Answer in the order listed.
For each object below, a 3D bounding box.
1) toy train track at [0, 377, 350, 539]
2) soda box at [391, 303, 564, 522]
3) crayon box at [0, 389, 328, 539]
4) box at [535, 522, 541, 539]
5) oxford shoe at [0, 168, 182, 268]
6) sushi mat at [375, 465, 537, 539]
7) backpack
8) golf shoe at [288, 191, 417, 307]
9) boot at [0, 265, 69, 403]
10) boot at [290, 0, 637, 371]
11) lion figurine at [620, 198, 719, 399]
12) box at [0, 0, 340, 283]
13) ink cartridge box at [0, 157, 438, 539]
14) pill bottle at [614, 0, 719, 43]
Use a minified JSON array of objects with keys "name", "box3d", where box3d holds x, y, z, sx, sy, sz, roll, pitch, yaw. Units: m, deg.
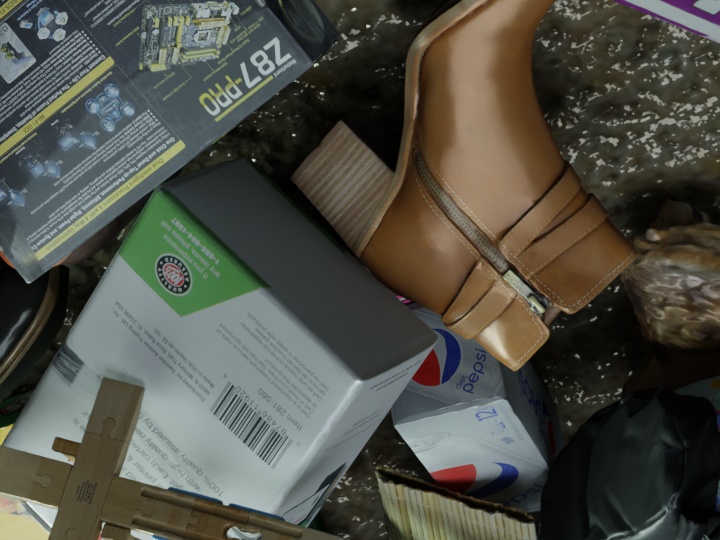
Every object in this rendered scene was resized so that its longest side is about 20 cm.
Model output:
[{"name":"toy train track","box3d":[-0.092,0.122,1.386,0.199,0.115,0.033,13,165,21]},{"name":"soda box","box3d":[0.066,0.081,1.552,0.063,0.069,0.200,-14,156,10]},{"name":"crayon box","box3d":[-0.128,0.141,1.578,0.199,0.058,0.173,-20,108,3]},{"name":"box","box3d":[0.084,0.201,1.692,0.110,0.035,0.200,26,152,-28]},{"name":"oxford shoe","box3d":[-0.114,-0.084,1.423,0.073,0.071,0.200,-6,142,-50]},{"name":"sushi mat","box3d":[0.060,0.179,1.607,0.095,0.012,0.200,15,147,17]},{"name":"backpack","box3d":[0.215,0.127,1.520,0.199,0.127,0.167,13,162,-23]},{"name":"golf shoe","box3d":[0.000,0.000,1.500,0.199,0.073,0.092,-14,137,10]},{"name":"boot","box3d":[-0.266,0.028,1.511,0.200,0.078,0.138,-33,125,26]},{"name":"boot","box3d":[0.078,-0.057,1.386,0.155,0.077,0.200,42,110,-2]},{"name":"lion figurine","box3d":[0.184,0.050,1.565,0.122,0.073,0.201,-2,133,-17]},{"name":"box","box3d":[-0.134,-0.112,1.337,0.200,0.049,0.161,-36,96,28]},{"name":"ink cartridge box","box3d":[-0.077,0.068,1.436,0.146,0.084,0.200,43,121,14]},{"name":"pill bottle","box3d":[0.114,-0.184,1.287,0.199,0.113,0.112,20,132,-24]}]
